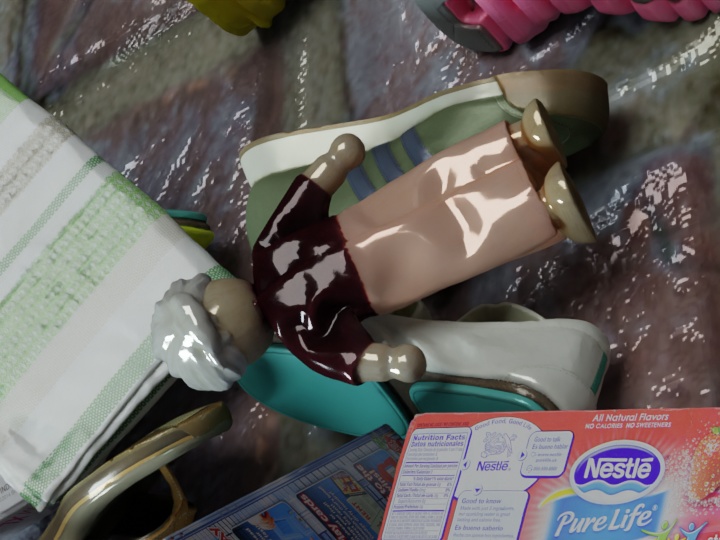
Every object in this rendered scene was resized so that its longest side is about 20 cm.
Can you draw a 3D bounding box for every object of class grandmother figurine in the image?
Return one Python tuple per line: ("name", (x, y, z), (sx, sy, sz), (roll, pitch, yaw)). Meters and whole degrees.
("grandmother figurine", (0.000, 0.000, 1.112), (0.200, 0.061, 0.121), (-23, 50, 10))

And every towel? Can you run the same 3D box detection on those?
("towel", (-0.169, 0.006, 1.269), (0.200, 0.031, 0.149), (41, 88, 24))

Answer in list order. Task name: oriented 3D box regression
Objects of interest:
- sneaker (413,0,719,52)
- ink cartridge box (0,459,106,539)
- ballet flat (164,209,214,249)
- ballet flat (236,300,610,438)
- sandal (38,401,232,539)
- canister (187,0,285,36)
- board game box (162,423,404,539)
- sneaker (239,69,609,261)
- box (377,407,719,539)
("sneaker", (0.112, -0.165, 1.194), (0.200, 0.079, 0.095), (-4, 50, 42))
("ink cartridge box", (-0.204, 0.039, 1.325), (0.119, 0.042, 0.200), (-31, 70, 34))
("ballet flat", (-0.147, 0.002, 1.346), (0.200, 0.067, 0.067), (1, 86, 47))
("ballet flat", (0.030, 0.041, 1.143), (0.200, 0.069, 0.069), (6, 68, 42))
("sandal", (-0.116, 0.127, 1.220), (0.054, 0.080, 0.200), (48, 123, 6))
("canister", (-0.020, -0.239, 1.358), (0.200, 0.087, 0.149), (-36, 44, 19))
("board game box", (-0.062, 0.157, 1.046), (0.062, 0.200, 0.200), (46, 100, 12))
("sneaker", (0.030, -0.029, 1.190), (0.200, 0.067, 0.090), (-12, 71, 34))
("box", (0.108, 0.115, 0.981), (0.200, 0.095, 0.103), (-5, 61, 42))
